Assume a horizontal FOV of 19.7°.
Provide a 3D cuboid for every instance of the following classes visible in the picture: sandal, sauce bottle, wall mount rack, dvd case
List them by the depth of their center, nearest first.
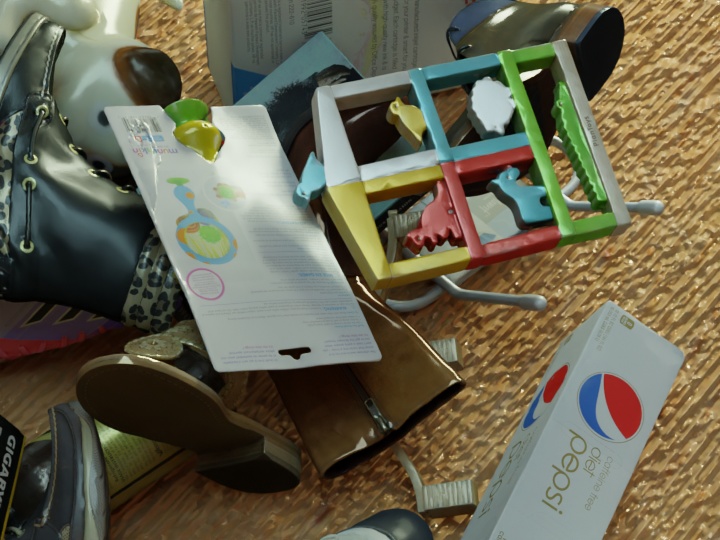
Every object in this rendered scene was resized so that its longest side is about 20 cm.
[{"bbox_3d":[-0.099,0.065,1.223,0.077,0.212,0.070,-12,61,24],"label":"sandal"},{"bbox_3d":[-0.170,0.121,1.264,0.200,0.065,0.065,-32,59,-25],"label":"sauce bottle"},{"bbox_3d":[-0.059,-0.048,1.379,0.200,0.022,0.146,-40,60,1],"label":"dvd case"},{"bbox_3d":[0.095,-0.037,1.389,0.200,0.075,0.174,-38,61,-26],"label":"wall mount rack"}]

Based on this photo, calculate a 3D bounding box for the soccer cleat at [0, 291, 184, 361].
[{"bbox_3d":[-0.213,0.030,1.340,0.199,0.068,0.074,1,71,1],"label":"soccer cleat"}]

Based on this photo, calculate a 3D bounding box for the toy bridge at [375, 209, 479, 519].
[{"bbox_3d":[0.031,0.057,1.305,0.067,0.027,0.201,-10,72,10],"label":"toy bridge"}]

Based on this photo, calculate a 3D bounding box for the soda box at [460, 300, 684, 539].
[{"bbox_3d":[0.126,0.118,1.262,0.064,0.068,0.200,34,55,-5],"label":"soda box"}]

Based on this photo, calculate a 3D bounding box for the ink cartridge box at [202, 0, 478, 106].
[{"bbox_3d":[-0.006,-0.189,1.461,0.199,0.145,0.085,-14,50,-12],"label":"ink cartridge box"}]

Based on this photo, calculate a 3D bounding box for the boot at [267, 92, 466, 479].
[{"bbox_3d":[0.000,0.000,1.280,0.188,0.069,0.200,-37,59,-1],"label":"boot"}]

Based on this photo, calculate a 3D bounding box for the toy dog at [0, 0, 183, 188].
[{"bbox_3d":[-0.199,-0.145,1.446,0.193,0.140,0.200,4,43,-40],"label":"toy dog"}]

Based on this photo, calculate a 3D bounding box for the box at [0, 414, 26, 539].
[{"bbox_3d":[-0.300,0.160,1.181,0.199,0.049,0.160,-7,58,23],"label":"box"}]

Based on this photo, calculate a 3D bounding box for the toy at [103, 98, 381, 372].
[{"bbox_3d":[-0.078,-0.014,1.246,0.115,0.047,0.201,-3,56,-34],"label":"toy"}]

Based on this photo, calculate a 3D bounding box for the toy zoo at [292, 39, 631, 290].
[{"bbox_3d":[0.054,-0.064,1.273,0.199,0.020,0.132,-13,72,-16],"label":"toy zoo"}]

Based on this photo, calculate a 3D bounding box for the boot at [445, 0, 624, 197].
[{"bbox_3d":[0.085,-0.119,1.381,0.097,0.075,0.200,19,45,33],"label":"boot"}]

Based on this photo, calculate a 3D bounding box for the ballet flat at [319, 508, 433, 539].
[{"bbox_3d":[-0.018,0.202,1.201,0.073,0.073,0.200,27,56,18],"label":"ballet flat"}]

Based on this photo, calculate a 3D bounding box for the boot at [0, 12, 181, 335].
[{"bbox_3d":[-0.171,-0.057,1.305,0.153,0.074,0.204,15,60,-5],"label":"boot"}]

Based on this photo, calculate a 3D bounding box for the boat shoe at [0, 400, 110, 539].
[{"bbox_3d":[-0.180,0.172,1.182,0.073,0.075,0.201,0,74,-5],"label":"boat shoe"}]
